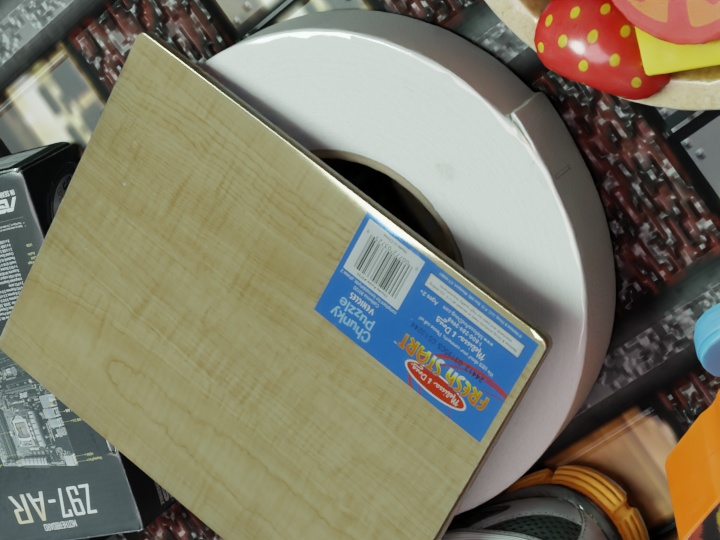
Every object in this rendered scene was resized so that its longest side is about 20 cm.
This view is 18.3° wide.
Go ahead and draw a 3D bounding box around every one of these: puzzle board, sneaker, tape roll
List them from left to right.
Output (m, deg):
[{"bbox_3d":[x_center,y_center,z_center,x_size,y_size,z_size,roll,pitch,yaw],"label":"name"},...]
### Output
[{"bbox_3d":[-0.037,0.027,0.844,0.199,0.017,0.151,37,116,18],"label":"puzzle board"},{"bbox_3d":[0.000,0.000,0.862,0.201,0.037,0.205,9,112,23],"label":"tape roll"},{"bbox_3d":[0.019,0.141,0.883,0.199,0.077,0.079,-35,93,33],"label":"sneaker"}]

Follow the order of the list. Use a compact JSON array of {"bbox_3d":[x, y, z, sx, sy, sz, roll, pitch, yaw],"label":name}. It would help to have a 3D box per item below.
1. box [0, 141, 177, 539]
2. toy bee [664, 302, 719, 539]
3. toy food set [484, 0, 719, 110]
[{"bbox_3d":[-0.187,0.043,0.966,0.199,0.044,0.161,-12,103,29],"label":"box"},{"bbox_3d":[0.169,0.045,0.744,0.108,0.200,0.132,-3,82,-5],"label":"toy bee"},{"bbox_3d":[0.107,-0.150,0.746,0.196,0.049,0.202,-7,105,28],"label":"toy food set"}]
